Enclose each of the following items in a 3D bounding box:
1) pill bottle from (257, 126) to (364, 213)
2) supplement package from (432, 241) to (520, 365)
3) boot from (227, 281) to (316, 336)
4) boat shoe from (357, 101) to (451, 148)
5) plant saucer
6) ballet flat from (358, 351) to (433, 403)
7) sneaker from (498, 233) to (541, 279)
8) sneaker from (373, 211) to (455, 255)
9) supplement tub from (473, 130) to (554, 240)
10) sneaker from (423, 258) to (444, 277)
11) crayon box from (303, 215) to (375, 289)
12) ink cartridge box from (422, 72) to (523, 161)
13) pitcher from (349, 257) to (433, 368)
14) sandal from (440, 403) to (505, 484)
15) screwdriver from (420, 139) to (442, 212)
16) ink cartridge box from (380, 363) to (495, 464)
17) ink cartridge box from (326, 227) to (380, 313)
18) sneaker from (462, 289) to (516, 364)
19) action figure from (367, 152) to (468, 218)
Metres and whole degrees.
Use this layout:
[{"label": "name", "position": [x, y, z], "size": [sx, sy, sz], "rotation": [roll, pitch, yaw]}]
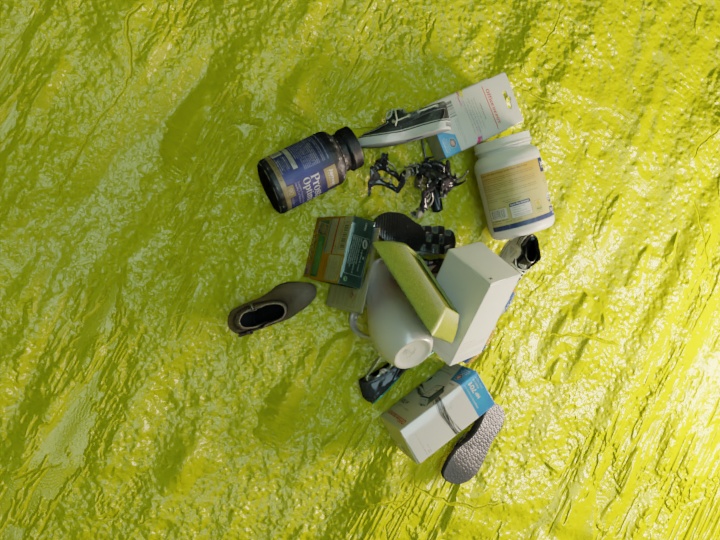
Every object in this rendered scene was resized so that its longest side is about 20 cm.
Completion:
[{"label": "pill bottle", "position": [-0.096, -0.204, 1.539], "size": [0.197, 0.112, 0.114], "rotation": [-28, 98, -13]}, {"label": "supplement package", "position": [0.208, 0.065, 1.549], "size": [0.116, 0.117, 0.203], "rotation": [-12, 134, -45]}, {"label": "boot", "position": [-0.162, 0.073, 1.505], "size": [0.196, 0.146, 0.072], "rotation": [-24, 95, -14]}, {"label": "boat shoe", "position": [0.083, -0.296, 1.581], "size": [0.195, 0.073, 0.070], "rotation": [-12, 90, 20]}, {"label": "plant saucer", "position": [0.115, 0.031, 1.443], "size": [0.047, 0.200, 0.202], "rotation": [-35, 73, 9]}, {"label": "ballet flat", "position": [0.075, 0.188, 1.615], "size": [0.199, 0.073, 0.074], "rotation": [-39, 100, -9]}, {"label": "sneaker", "position": [0.301, 0.006, 1.597], "size": [0.075, 0.115, 0.203], "rotation": [31, 76, -2]}, {"label": "sneaker", "position": [0.094, -0.065, 1.592], "size": [0.196, 0.088, 0.076], "rotation": [15, 77, -33]}, {"label": "supplement tub", "position": [0.318, -0.178, 1.637], "size": [0.141, 0.144, 0.205], "rotation": [-16, 95, -14]}, {"label": "sneaker", "position": [0.133, 0.005, 1.623], "size": [0.197, 0.080, 0.088], "rotation": [-31, 97, -14]}, {"label": "crayon box", "position": [-0.044, -0.038, 1.514], "size": [0.050, 0.199, 0.129], "rotation": [15, 87, -23]}, {"label": "ink cartridge box", "position": [0.231, -0.324, 1.650], "size": [0.197, 0.068, 0.117], "rotation": [-25, 96, -13]}, {"label": "pitcher", "position": [0.052, 0.105, 1.528], "size": [0.119, 0.202, 0.173], "rotation": [11, 127, -36]}, {"label": "sandal", "position": [0.242, 0.375, 1.682], "size": [0.201, 0.043, 0.076], "rotation": [-48, 110, -20]}, {"label": "screwdriver", "position": [0.145, -0.224, 1.656], "size": [0.029, 0.028, 0.206], "rotation": [-7, 86, -44]}, {"label": "ink cartridge box", "position": [0.155, 0.286, 1.596], "size": [0.198, 0.146, 0.087], "rotation": [-34, 100, -12]}, {"label": "ink cartridge box", "position": [0.000, 0.000, 1.521], "size": [0.049, 0.199, 0.167], "rotation": [14, 87, -23]}, {"label": "sneaker", "position": [0.250, 0.099, 1.668], "size": [0.087, 0.075, 0.203], "rotation": [31, 75, -4]}, {"label": "action figure", "position": [0.118, -0.178, 1.589], "size": [0.195, 0.104, 0.120], "rotation": [9, 44, 9]}]
